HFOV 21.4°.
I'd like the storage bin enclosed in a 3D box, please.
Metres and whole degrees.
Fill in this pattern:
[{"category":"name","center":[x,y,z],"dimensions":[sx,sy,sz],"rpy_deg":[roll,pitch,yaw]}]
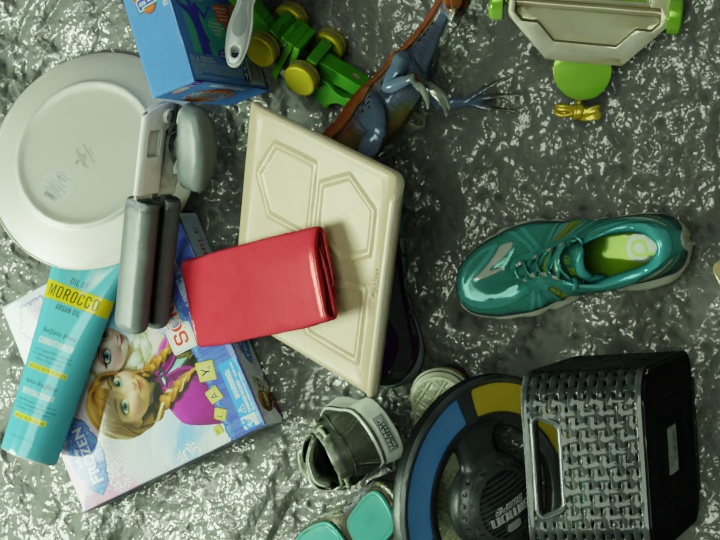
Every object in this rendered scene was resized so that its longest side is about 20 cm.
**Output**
[{"category":"storage bin","center":[0.194,0.136,1.446],"dimensions":[0.093,0.200,0.137],"rpy_deg":[-4,91,21]}]

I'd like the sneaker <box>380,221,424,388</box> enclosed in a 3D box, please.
[{"category":"sneaker","center":[0.000,0.000,1.574],"dimensions":[0.074,0.087,0.202],"rpy_deg":[-20,85,20]}]

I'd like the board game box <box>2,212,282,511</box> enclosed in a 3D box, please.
[{"category":"board game box","center":[-0.194,0.082,1.674],"dimensions":[0.198,0.041,0.202],"rpy_deg":[-27,82,19]}]

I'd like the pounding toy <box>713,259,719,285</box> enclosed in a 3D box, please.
[{"category":"pounding toy","center":[0.380,0.059,1.426],"dimensions":[0.183,0.142,0.201],"rpy_deg":[-32,70,18]}]

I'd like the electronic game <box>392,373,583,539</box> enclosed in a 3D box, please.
[{"category":"electronic game","center":[0.105,0.182,1.496],"dimensions":[0.041,0.198,0.203],"rpy_deg":[1,93,52]}]

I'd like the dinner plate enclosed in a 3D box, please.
[{"category":"dinner plate","center":[-0.237,-0.100,1.662],"dimensions":[0.198,0.024,0.202],"rpy_deg":[-5,73,16]}]

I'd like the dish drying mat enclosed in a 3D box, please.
[{"category":"dish drying mat","center":[-0.084,0.015,1.546],"dimensions":[0.199,0.018,0.078],"rpy_deg":[-13,89,54]}]

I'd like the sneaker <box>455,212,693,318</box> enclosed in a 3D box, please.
[{"category":"sneaker","center":[0.164,-0.010,1.517],"dimensions":[0.198,0.080,0.078],"rpy_deg":[-14,87,21]}]

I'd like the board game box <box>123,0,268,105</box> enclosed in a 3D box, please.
[{"category":"board game box","center":[-0.152,-0.242,1.588],"dimensions":[0.045,0.152,0.202],"rpy_deg":[-18,85,20]}]

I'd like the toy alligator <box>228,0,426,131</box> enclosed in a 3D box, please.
[{"category":"toy alligator","center":[-0.035,-0.165,1.604],"dimensions":[0.199,0.059,0.054],"rpy_deg":[36,142,2]}]

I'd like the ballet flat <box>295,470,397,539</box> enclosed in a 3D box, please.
[{"category":"ballet flat","center":[0.009,0.217,1.578],"dimensions":[0.072,0.072,0.200],"rpy_deg":[60,145,9]}]

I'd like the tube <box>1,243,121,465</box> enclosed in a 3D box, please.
[{"category":"tube","center":[-0.258,0.066,1.655],"dimensions":[0.077,0.050,0.202],"rpy_deg":[17,90,14]}]

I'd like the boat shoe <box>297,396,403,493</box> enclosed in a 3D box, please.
[{"category":"boat shoe","center":[-0.019,0.143,1.530],"dimensions":[0.063,0.200,0.071],"rpy_deg":[-29,85,-13]}]

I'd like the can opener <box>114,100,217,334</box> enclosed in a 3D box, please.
[{"category":"can opener","center":[-0.162,-0.042,1.587],"dimensions":[0.066,0.053,0.202],"rpy_deg":[18,109,34]}]

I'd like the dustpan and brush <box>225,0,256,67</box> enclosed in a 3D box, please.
[{"category":"dustpan and brush","center":[-0.085,-0.252,1.563],"dimensions":[0.138,0.057,0.202],"rpy_deg":[8,75,4]}]

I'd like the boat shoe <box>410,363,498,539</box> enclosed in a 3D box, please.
[{"category":"boat shoe","center":[0.087,0.169,1.564],"dimensions":[0.074,0.062,0.202],"rpy_deg":[-9,104,18]}]

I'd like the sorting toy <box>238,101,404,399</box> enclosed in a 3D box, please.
[{"category":"sorting toy","center":[-0.032,-0.019,1.513],"dimensions":[0.199,0.036,0.187],"rpy_deg":[32,124,44]}]

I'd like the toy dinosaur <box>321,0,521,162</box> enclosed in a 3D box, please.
[{"category":"toy dinosaur","center":[0.024,-0.148,1.524],"dimensions":[0.198,0.105,0.184],"rpy_deg":[11,89,12]}]

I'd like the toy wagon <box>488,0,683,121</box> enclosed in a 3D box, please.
[{"category":"toy wagon","center":[0.179,-0.221,1.507],"dimensions":[0.153,0.040,0.202],"rpy_deg":[6,105,5]}]
